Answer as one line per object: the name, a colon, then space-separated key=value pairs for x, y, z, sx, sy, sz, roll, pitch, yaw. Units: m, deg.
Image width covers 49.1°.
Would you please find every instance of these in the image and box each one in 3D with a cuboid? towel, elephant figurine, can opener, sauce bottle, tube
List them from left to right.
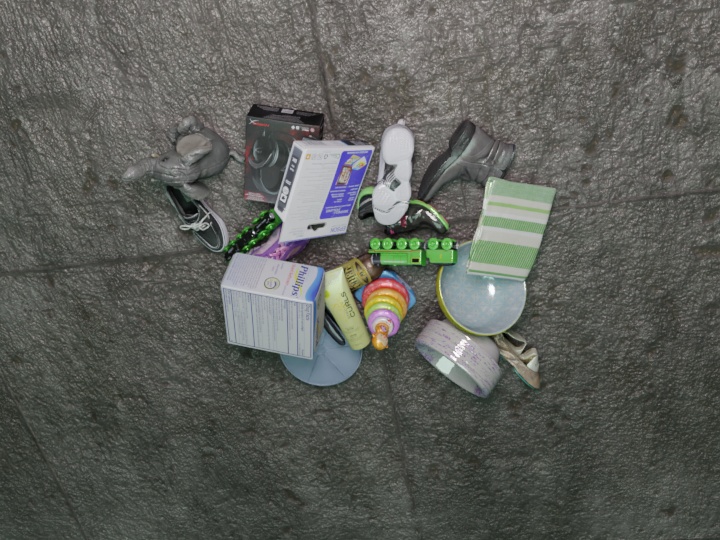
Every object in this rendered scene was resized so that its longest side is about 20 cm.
elephant figurine: x=-0.344 y=-0.204 z=1.547 sx=0.154 sy=0.201 sz=0.142 roll=-25 pitch=115 yaw=20
can opener: x=-0.089 y=0.082 z=1.762 sx=0.200 sy=0.064 sz=0.079 roll=45 pitch=157 yaw=-8
tube: x=-0.038 y=0.083 z=1.707 sx=0.058 sy=0.052 sz=0.202 roll=-38 pitch=122 yaw=-23
sauce bottle: x=0.000 y=0.000 z=1.709 sx=0.199 sy=0.065 sz=0.065 roll=-29 pitch=114 yaw=21
towel: x=0.300 y=-0.080 z=1.591 sx=0.151 sy=0.023 sz=0.203 roll=7 pitch=108 yaw=-16

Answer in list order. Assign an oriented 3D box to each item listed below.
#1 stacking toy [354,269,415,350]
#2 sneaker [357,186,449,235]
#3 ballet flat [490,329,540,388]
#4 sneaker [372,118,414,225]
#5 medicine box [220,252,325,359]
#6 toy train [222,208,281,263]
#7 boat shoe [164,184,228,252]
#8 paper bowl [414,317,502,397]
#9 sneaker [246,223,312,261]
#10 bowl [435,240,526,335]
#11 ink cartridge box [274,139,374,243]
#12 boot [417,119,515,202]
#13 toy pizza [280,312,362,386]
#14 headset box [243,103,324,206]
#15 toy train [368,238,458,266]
stacking toy: x=0.048 y=0.101 z=1.683 sx=0.109 sy=0.201 sz=0.116 roll=-38 pitch=110 yaw=25
sneaker: x=0.086 y=-0.106 z=1.607 sx=0.198 sy=0.077 sz=0.085 roll=17 pitch=86 yaw=14
ballet flat: x=0.359 y=0.190 z=1.779 sx=0.067 sy=0.068 sz=0.200 roll=-40 pitch=110 yaw=23
sneaker: x=0.069 y=-0.197 z=1.549 sx=0.074 sy=0.115 sz=0.202 roll=8 pitch=118 yaw=2
medicine box: x=-0.180 y=0.076 z=1.656 sx=0.197 sy=0.104 sz=0.184 roll=10 pitch=136 yaw=6
toy train: x=-0.228 y=-0.074 z=1.674 sx=0.200 sy=0.056 sz=0.042 roll=-36 pitch=82 yaw=44
boat shoe: x=-0.350 y=-0.115 z=1.679 sx=0.073 sy=0.068 sz=0.201 roll=-16 pitch=118 yaw=16
paper bowl: x=0.224 y=0.178 z=1.727 sx=0.201 sy=0.200 sz=0.105 roll=44 pitch=77 yaw=-19
sneaker: x=-0.182 y=-0.036 z=1.696 sx=0.080 sy=0.089 sz=0.200 roll=43 pitch=116 yaw=-17
bowl: x=0.238 y=0.043 z=1.667 sx=0.199 sy=0.202 sz=0.108 roll=29 pitch=163 yaw=-11
ink cartridge box: x=-0.077 y=-0.158 z=1.551 sx=0.043 sy=0.197 sz=0.202 roll=36 pitch=119 yaw=32
boot: x=0.211 y=-0.190 z=1.570 sx=0.131 sy=0.070 sz=0.200 roll=27 pitch=126 yaw=-17
toy pizza: x=-0.093 y=0.178 z=1.841 sx=0.197 sy=0.032 sz=0.203 roll=2 pitch=114 yaw=5
headset box: x=-0.156 y=-0.219 z=1.588 sx=0.147 sy=0.078 sz=0.202 roll=9 pitch=120 yaw=1
toy train: x=0.106 y=-0.037 z=1.608 sx=0.198 sy=0.042 sz=0.057 roll=1 pitch=88 yaw=27
